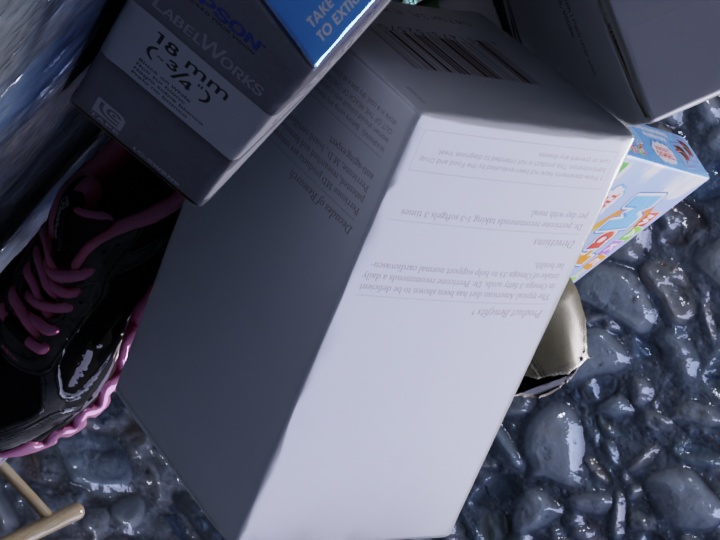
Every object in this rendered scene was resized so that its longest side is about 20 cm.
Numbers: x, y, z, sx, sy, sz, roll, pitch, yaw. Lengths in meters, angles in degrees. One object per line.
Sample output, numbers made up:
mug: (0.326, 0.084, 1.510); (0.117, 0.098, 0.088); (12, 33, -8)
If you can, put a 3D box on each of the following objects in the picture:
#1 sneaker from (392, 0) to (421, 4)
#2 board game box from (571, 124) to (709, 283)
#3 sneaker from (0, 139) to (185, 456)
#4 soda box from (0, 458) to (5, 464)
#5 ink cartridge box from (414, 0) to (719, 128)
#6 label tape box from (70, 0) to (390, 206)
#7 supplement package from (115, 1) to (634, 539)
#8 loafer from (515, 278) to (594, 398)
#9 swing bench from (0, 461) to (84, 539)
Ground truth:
sneaker: (0.003, -0.147, 0.903); (0.091, 0.078, 0.200); (-51, -177, 29)
board game box: (0.094, -0.029, 1.073); (0.151, 0.037, 0.200); (-39, 159, 23)
sneaker: (-0.120, -0.004, 0.832); (0.200, 0.079, 0.095); (-49, 161, 3)
soda box: (-0.212, 0.093, 0.891); (0.068, 0.063, 0.200); (-48, -177, 31)
ink cartridge box: (0.127, -0.117, 0.840); (0.147, 0.083, 0.200); (-24, -174, -16)
label tape box: (-0.006, -0.116, 0.607); (0.144, 0.063, 0.200); (-50, -176, -25)
supplement package: (0.000, 0.000, 0.785); (0.117, 0.117, 0.200); (3, 120, -39)
loafer: (0.071, 0.040, 1.012); (0.075, 0.070, 0.200); (-24, 175, -10)
swing bench: (-0.355, 0.239, 1.574); (0.200, 0.130, 0.199); (-44, -179, -28)
